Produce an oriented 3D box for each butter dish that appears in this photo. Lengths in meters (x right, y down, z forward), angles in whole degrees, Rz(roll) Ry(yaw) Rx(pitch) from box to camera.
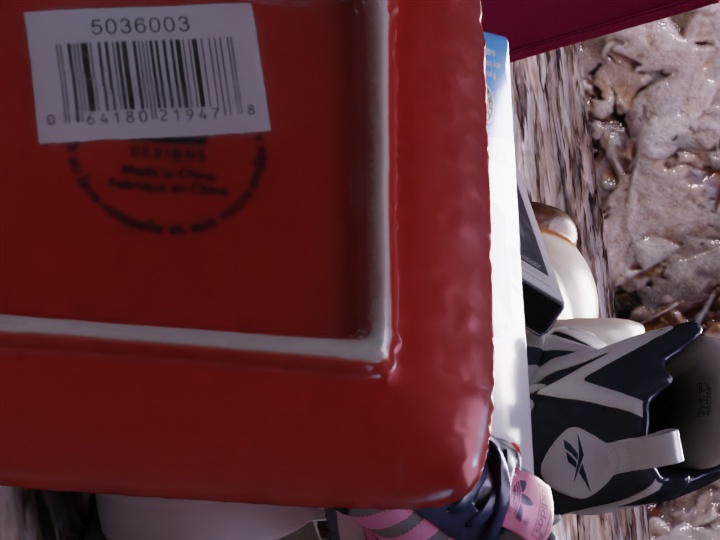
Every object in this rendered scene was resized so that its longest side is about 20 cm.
[{"bbox_3d":[-0.068,-0.006,0.892,0.148,0.199,0.200,112,-20,-63],"label":"butter dish"}]

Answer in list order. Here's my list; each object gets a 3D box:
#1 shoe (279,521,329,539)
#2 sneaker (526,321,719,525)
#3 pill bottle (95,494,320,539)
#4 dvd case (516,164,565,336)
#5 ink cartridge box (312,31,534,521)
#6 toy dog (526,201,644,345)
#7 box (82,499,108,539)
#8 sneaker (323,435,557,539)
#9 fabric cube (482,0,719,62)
[{"bbox_3d":[-0.009,0.107,1.282,0.053,0.070,0.201,-14,-125,61],"label":"shoe"},{"bbox_3d":[0.126,0.065,1.337,0.199,0.129,0.080,-18,97,-70],"label":"sneaker"},{"bbox_3d":[-0.065,-0.007,1.018,0.112,0.111,0.201,-66,151,-71],"label":"pill bottle"},{"bbox_3d":[0.023,-0.050,1.435,0.025,0.150,0.200,-54,-163,17],"label":"dvd case"},{"bbox_3d":[0.000,0.000,1.192,0.146,0.085,0.201,4,81,-60],"label":"ink cartridge box"},{"bbox_3d":[0.063,0.020,1.551,0.200,0.193,0.140,-20,95,-71],"label":"toy dog"},{"bbox_3d":[-0.072,0.185,1.057,0.200,0.048,0.159,-76,158,-63],"label":"box"},{"bbox_3d":[0.027,0.065,1.008,0.200,0.082,0.071,64,43,-70],"label":"sneaker"},{"bbox_3d":[0.052,-0.223,1.447,0.200,0.195,0.200,-98,172,-69],"label":"fabric cube"}]
